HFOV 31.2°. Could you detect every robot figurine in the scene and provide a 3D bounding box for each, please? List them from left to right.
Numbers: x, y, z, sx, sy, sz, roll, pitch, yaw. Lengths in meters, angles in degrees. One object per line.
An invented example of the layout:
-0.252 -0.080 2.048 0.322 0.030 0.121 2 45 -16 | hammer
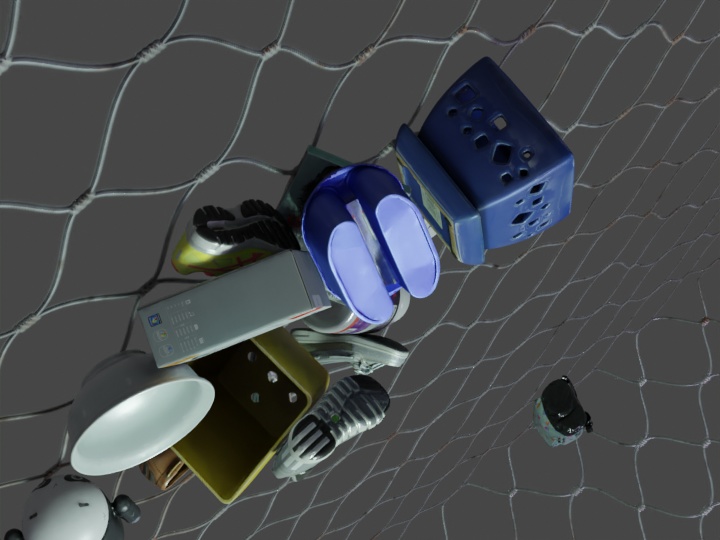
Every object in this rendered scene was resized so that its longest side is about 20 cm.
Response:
-0.395 0.356 1.783 0.151 0.124 0.200 -54 163 -21 | robot figurine

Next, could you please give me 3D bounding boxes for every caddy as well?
0.010 -0.034 1.588 0.141 0.105 0.201 -29 125 -7 | caddy

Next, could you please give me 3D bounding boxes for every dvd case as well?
-0.042 -0.054 1.652 0.022 0.145 0.201 -87 -156 -51 | dvd case

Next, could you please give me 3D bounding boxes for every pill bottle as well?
-0.005 0.036 1.888 0.112 0.112 0.200 -50 158 16 | pill bottle

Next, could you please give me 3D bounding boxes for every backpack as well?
0.534 0.390 3.459 0.126 0.168 0.200 -20 159 -4 | backpack

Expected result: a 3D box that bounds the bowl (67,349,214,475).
-0.292 0.165 1.633 0.200 0.091 0.202 -29 155 -15 | bowl

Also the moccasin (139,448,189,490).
-0.235 0.260 1.936 0.201 0.078 0.074 -30 153 -43 | moccasin

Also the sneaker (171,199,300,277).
-0.155 -0.031 1.570 0.090 0.078 0.199 -46 153 27 | sneaker

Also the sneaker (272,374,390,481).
-0.051 0.211 1.686 0.199 0.075 0.116 -27 164 -50 | sneaker

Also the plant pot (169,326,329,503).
-0.155 0.162 1.767 0.200 0.200 0.176 -51 167 19 | plant pot

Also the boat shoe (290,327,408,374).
-0.019 0.125 1.918 0.074 0.200 0.065 4 92 -61 | boat shoe

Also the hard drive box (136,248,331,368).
-0.148 0.044 1.558 0.198 0.077 0.156 -22 177 7 | hard drive box

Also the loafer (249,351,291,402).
-0.123 0.161 1.944 0.072 0.063 0.201 -42 153 -33 | loafer

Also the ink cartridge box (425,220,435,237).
0.115 -0.089 1.944 0.200 0.037 0.095 -33 159 -52 | ink cartridge box

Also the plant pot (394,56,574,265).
0.162 -0.135 1.762 0.179 0.201 0.200 -34 158 -6 | plant pot
